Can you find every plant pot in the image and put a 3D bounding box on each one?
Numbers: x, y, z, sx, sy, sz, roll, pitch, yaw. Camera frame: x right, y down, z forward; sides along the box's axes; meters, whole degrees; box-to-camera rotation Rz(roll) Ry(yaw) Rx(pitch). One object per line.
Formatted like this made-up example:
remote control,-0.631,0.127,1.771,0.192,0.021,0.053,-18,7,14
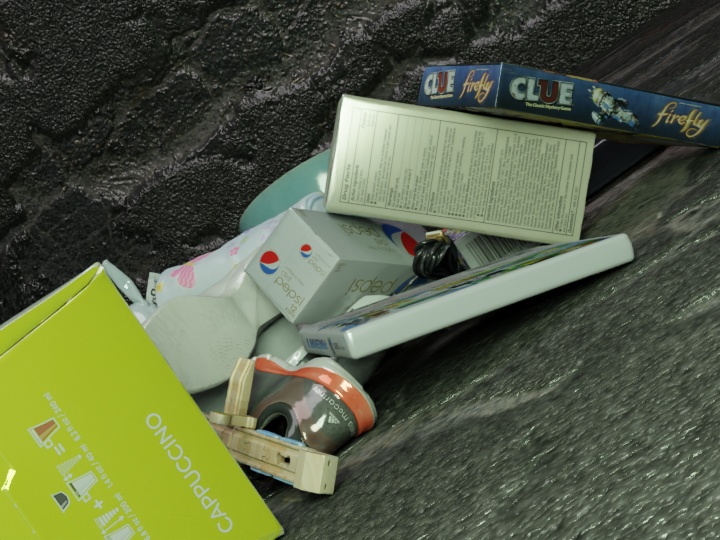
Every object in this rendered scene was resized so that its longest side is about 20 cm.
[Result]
plant pot,-0.001,-0.029,1.358,0.200,0.135,0.200,-27,-14,-7

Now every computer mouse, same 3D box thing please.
computer mouse,0.010,0.055,1.078,0.200,0.044,0.110,-41,-24,-5

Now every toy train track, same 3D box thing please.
toy train track,-0.078,0.117,0.904,0.033,0.115,0.200,11,-3,-31

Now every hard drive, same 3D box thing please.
hard drive,0.226,-0.114,1.313,0.135,0.042,0.200,-35,5,-1

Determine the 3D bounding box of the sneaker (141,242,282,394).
sneaker,-0.123,0.051,1.077,0.088,0.075,0.200,-33,3,41

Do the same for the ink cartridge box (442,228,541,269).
ink cartridge box,0.124,-0.040,1.247,0.109,0.050,0.200,-35,6,-3

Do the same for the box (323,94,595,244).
box,0.075,-0.078,1.076,0.200,0.095,0.078,10,4,-2

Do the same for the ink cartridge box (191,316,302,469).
ink cartridge box,-0.126,0.122,1.181,0.145,0.083,0.200,-37,6,-24

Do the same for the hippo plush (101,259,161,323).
hippo plush,-0.174,0.097,1.451,0.161,0.200,0.159,-4,-13,38

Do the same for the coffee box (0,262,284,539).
coffee box,-0.206,0.144,0.839,0.200,0.200,0.198,-37,6,-28

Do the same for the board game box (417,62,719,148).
board game box,0.163,-0.129,1.069,0.200,0.035,0.135,7,4,-23

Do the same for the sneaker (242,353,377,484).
sneaker,-0.065,0.111,0.974,0.082,0.077,0.200,-44,8,-25

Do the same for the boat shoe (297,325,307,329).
boat shoe,-0.030,0.061,1.227,0.066,0.072,0.200,-50,12,-9

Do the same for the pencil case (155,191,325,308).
pencil case,-0.095,0.001,1.257,0.200,0.083,0.091,-26,20,27

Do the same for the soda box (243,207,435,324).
soda box,0.000,0.000,1.104,0.068,0.064,0.200,-53,-26,19

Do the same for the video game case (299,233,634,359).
video game case,0.066,0.019,0.951,0.200,0.022,0.182,-19,2,-12
